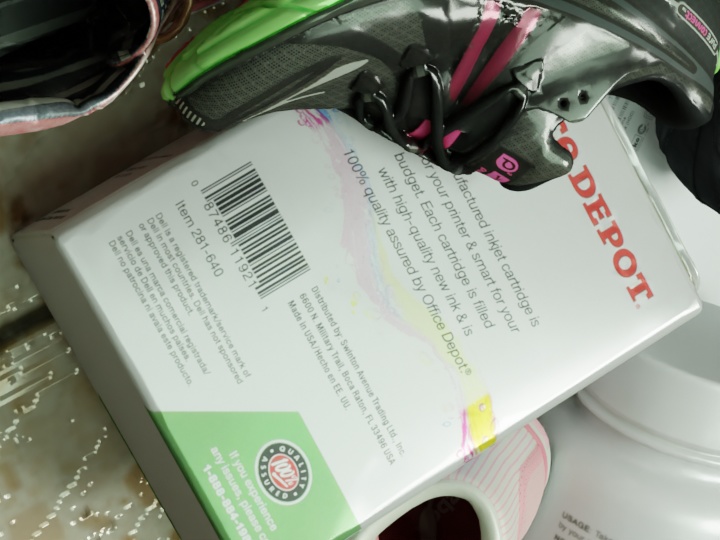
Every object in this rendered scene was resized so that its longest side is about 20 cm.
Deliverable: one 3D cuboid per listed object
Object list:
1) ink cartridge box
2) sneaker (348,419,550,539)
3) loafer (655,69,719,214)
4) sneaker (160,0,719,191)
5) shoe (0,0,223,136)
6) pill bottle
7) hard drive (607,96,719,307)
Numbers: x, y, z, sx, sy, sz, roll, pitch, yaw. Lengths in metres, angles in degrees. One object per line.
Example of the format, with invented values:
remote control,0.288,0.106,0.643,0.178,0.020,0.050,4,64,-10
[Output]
ink cartridge box,0.000,0.000,0.839,0.200,0.084,0.145,-31,100,-16
sneaker,-0.002,0.140,0.894,0.075,0.105,0.200,35,107,0
loafer,0.160,-0.081,0.852,0.068,0.070,0.201,-25,157,-18
sneaker,0.034,-0.066,0.767,0.199,0.077,0.084,-8,91,-14
shoe,-0.073,-0.100,0.774,0.200,0.091,0.072,-23,121,-22
pill bottle,0.111,0.117,0.960,0.113,0.113,0.200,3,114,-33
hard drive,0.136,-0.048,0.967,0.200,0.027,0.132,19,100,-35
